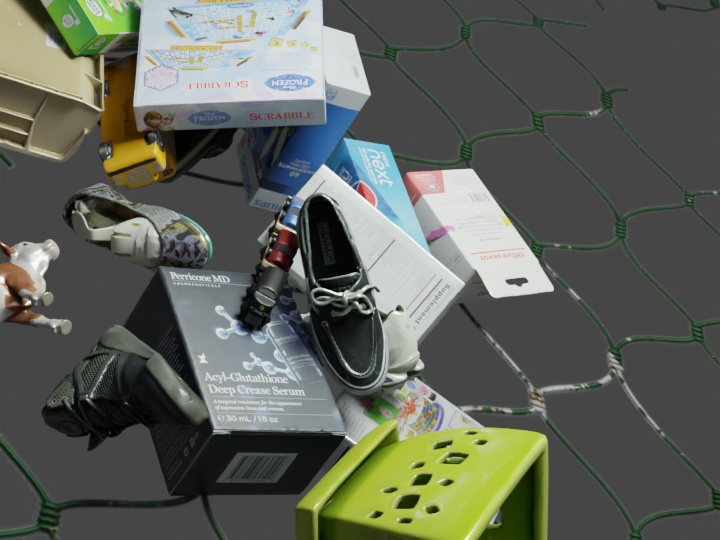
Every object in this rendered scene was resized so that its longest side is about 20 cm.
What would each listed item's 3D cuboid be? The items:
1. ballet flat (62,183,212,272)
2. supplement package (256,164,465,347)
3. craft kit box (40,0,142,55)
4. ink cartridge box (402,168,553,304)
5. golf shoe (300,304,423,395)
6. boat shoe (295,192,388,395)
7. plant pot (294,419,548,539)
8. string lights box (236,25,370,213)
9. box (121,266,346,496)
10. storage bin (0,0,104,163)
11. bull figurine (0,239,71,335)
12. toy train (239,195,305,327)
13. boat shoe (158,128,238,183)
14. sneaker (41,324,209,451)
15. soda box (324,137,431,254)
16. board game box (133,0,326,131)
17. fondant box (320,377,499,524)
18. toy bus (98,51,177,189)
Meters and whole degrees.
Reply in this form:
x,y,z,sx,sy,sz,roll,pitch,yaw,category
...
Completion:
x,y,z,sx,sy,sz,roll,pitch,yaw,category
-0.233,-0.036,1.611,0.072,0.072,0.200,-9,23,-43,ballet flat
0.000,0.000,1.733,0.200,0.114,0.110,41,-7,5,supplement package
-0.302,-0.335,1.790,0.200,0.048,0.197,57,28,5,craft kit box
0.131,-0.027,1.933,0.116,0.068,0.200,-6,52,-41,ink cartridge box
-0.026,0.054,1.643,0.200,0.097,0.078,11,29,28,golf shoe
-0.017,0.021,1.550,0.073,0.068,0.200,-9,83,-3,boat shoe
0.052,0.255,1.441,0.181,0.199,0.200,10,28,26,plant pot
-0.067,-0.168,1.818,0.059,0.200,0.103,12,43,-28,string lights box
-0.126,0.107,1.555,0.148,0.107,0.200,4,47,-35,box
-0.384,-0.235,1.733,0.198,0.094,0.200,17,41,-25,storage bin
-0.345,0.029,1.489,0.121,0.065,0.200,21,33,38,bull figurine
-0.081,-0.017,1.598,0.034,0.046,0.200,28,35,-9,toy train
-0.175,-0.159,1.834,0.072,0.066,0.201,6,45,28,boat shoe
-0.212,0.123,1.441,0.199,0.114,0.076,23,-25,55,sneaker
0.019,-0.060,1.884,0.068,0.064,0.200,8,44,-32,soda box
-0.137,-0.234,1.717,0.200,0.041,0.200,-2,50,0,board game box
0.056,0.189,1.650,0.200,0.058,0.144,37,36,0,fondant box
-0.243,-0.159,1.751,0.065,0.078,0.200,-18,44,6,toy bus
